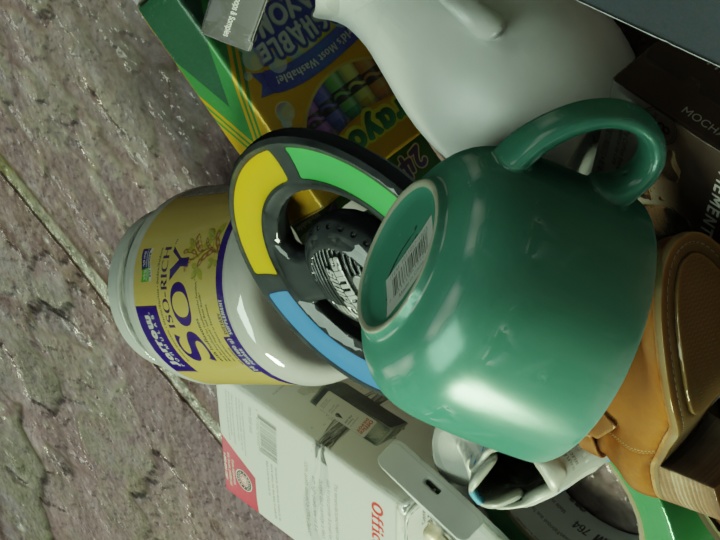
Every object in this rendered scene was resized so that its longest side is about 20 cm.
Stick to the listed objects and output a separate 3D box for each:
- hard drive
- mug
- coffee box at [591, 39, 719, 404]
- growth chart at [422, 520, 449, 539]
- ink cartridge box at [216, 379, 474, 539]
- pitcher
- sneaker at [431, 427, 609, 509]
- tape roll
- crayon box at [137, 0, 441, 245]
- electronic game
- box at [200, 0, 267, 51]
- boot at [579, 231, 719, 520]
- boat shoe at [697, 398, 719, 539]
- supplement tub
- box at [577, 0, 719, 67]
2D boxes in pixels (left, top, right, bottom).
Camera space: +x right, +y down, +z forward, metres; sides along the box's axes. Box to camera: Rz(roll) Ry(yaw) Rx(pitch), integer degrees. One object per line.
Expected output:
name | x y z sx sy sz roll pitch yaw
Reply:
hard drive | 0.103 0.208 1.588 0.200 0.026 0.132 46 176 -34
mug | 0.072 -0.003 1.200 0.114 0.186 0.152 21 168 -19
coffee box | 0.190 -0.031 1.261 0.113 0.080 0.200 37 147 21
growth chart | 0.106 0.245 1.644 0.145 0.018 0.200 44 175 22
ink cartridge box | -0.010 0.152 1.727 0.200 0.085 0.146 35 146 30
pitcher | 0.057 -0.136 1.265 0.200 0.121 0.172 40 178 18
sneaker | 0.089 0.119 1.460 0.075 0.087 0.200 54 152 -7
tape roll | 0.148 0.136 1.530 0.200 0.048 0.201 34 145 28
crayon box | -0.030 -0.121 1.424 0.200 0.126 0.052 55 149 -6
electronic game | 0.000 0.000 1.355 0.200 0.042 0.200 30 144 25
box | -0.037 -0.240 1.248 0.036 0.201 0.143 17 147 -6
boot | 0.146 0.043 1.265 0.155 0.077 0.200 25 150 41
boat shoe | 0.230 0.109 1.364 0.200 0.072 0.068 48 151 8
supplement tub | -0.078 0.009 1.607 0.200 0.145 0.146 -4 119 55
box | 0.179 -0.224 0.957 0.123 0.198 0.200 31 144 32
